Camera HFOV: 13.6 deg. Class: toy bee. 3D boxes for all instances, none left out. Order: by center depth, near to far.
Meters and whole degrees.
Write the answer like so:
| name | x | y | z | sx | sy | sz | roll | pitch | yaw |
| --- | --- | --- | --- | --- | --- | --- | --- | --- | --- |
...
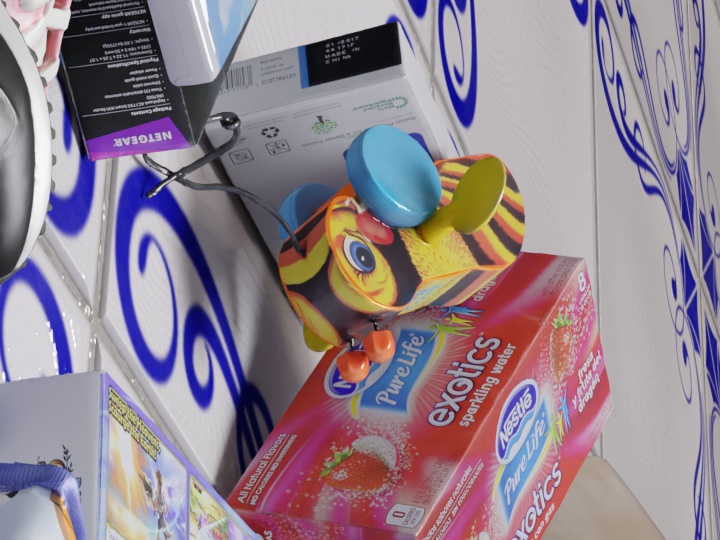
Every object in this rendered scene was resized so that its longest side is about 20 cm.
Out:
| name | x | y | z | sx | sy | sz | roll | pitch | yaw |
| --- | --- | --- | --- | --- | --- | --- | --- | --- | --- |
| toy bee | 0.000 | 0.000 | 1.322 | 0.131 | 0.199 | 0.109 | -54 | -130 | 55 |

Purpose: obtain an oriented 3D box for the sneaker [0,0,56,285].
| name | x | y | z | sx | sy | sz | roll | pitch | yaw |
| --- | --- | --- | --- | --- | --- | --- | --- | --- | --- |
| sneaker | -0.156 | -0.088 | 0.942 | 0.090 | 0.070 | 0.202 | -16 | 98 | -61 |

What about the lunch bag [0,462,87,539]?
| name | x | y | z | sx | sy | sz | roll | pitch | yaw |
| --- | --- | --- | --- | --- | --- | --- | --- | --- | --- |
| lunch bag | -0.125 | 0.176 | 0.795 | 0.170 | 0.123 | 0.201 | -76 | 167 | -56 |

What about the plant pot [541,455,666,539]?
| name | x | y | z | sx | sy | sz | roll | pitch | yaw |
| --- | --- | --- | --- | --- | --- | --- | --- | --- | --- |
| plant pot | 0.111 | 0.202 | 1.627 | 0.174 | 0.199 | 0.200 | 68 | 10 | 16 |

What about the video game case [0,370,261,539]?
| name | x | y | z | sx | sy | sz | roll | pitch | yaw |
| --- | --- | --- | --- | --- | --- | --- | --- | --- | --- |
| video game case | -0.082 | 0.158 | 1.114 | 0.200 | 0.045 | 0.182 | 56 | 30 | -61 |

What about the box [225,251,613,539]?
| name | x | y | z | sx | sy | sz | roll | pitch | yaw |
| --- | --- | --- | --- | --- | --- | --- | --- | --- | --- |
| box | 0.030 | 0.083 | 1.374 | 0.200 | 0.099 | 0.096 | -55 | 141 | -43 |

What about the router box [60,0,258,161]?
| name | x | y | z | sx | sy | sz | roll | pitch | yaw |
| --- | --- | --- | --- | --- | --- | --- | --- | --- | --- |
| router box | -0.087 | -0.158 | 1.254 | 0.200 | 0.051 | 0.150 | -72 | 153 | -60 |

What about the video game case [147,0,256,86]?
| name | x | y | z | sx | sy | sz | roll | pitch | yaw |
| --- | --- | --- | --- | --- | --- | --- | --- | --- | --- |
| video game case | -0.070 | -0.200 | 1.188 | 0.182 | 0.022 | 0.201 | -70 | 149 | -59 |

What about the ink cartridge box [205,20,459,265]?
| name | x | y | z | sx | sy | sz | roll | pitch | yaw |
| --- | --- | --- | --- | --- | --- | --- | --- | --- | --- |
| ink cartridge box | 0.000 | -0.036 | 1.436 | 0.200 | 0.099 | 0.039 | 65 | 14 | -53 |

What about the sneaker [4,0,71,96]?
| name | x | y | z | sx | sy | sz | roll | pitch | yaw |
| --- | --- | --- | --- | --- | --- | --- | --- | --- | --- |
| sneaker | -0.113 | -0.114 | 1.027 | 0.075 | 0.104 | 0.202 | -62 | 142 | -70 |
